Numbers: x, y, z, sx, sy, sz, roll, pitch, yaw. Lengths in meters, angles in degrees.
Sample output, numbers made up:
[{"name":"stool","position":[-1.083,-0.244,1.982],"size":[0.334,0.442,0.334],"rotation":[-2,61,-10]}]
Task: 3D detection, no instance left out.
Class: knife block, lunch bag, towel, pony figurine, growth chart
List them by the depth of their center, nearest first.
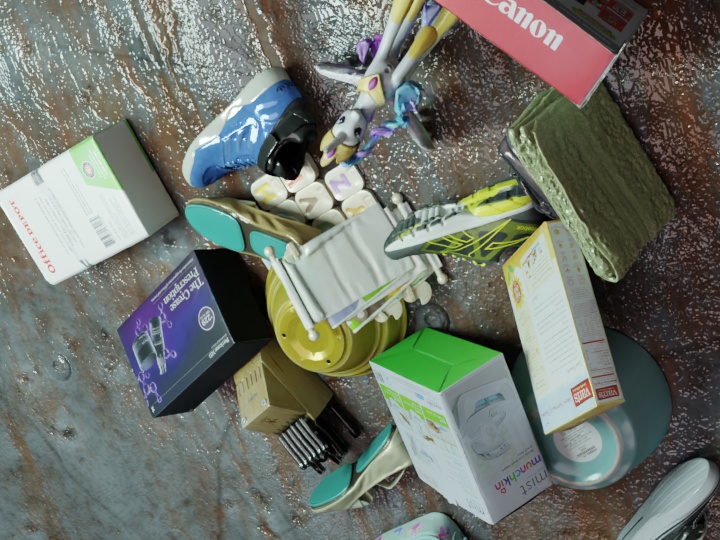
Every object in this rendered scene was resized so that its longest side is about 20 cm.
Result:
[{"name":"towel","position":[0.244,-0.103,1.139],"size":[0.201,0.148,0.036],"rotation":[54,148,-8]},{"name":"pony figurine","position":[0.028,-0.208,1.164],"size":[0.165,0.193,0.201],"rotation":[34,111,3]},{"name":"growth chart","position":[0.000,0.000,1.302],"size":[0.198,0.018,0.147],"rotation":[-25,100,-12]},{"name":"knife block","position":[-0.083,0.171,1.475],"size":[0.174,0.202,0.064],"rotation":[18,134,-40]},{"name":"lunch bag","position":[0.104,0.439,1.500],"size":[0.159,0.077,0.201],"rotation":[-30,99,33]}]

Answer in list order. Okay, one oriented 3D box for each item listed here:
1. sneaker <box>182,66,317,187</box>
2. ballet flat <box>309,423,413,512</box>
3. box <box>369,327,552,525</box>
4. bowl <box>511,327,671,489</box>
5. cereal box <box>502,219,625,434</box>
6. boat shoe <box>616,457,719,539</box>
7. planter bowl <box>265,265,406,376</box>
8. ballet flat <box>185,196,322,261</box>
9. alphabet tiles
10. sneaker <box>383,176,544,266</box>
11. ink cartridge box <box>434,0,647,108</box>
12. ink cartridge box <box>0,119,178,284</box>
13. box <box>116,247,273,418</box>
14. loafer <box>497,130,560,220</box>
[{"name":"sneaker","position":[-0.131,-0.139,1.318],"size":[0.200,0.076,0.112],"rotation":[-42,76,28]},{"name":"ballet flat","position":[0.008,0.285,1.481],"size":[0.069,0.070,0.200],"rotation":[45,124,-2]},{"name":"box","position":[0.114,0.181,1.297],"size":[0.179,0.096,0.199],"rotation":[66,162,-14]},{"name":"bowl","position":[0.260,0.177,1.286],"size":[0.198,0.105,0.204],"rotation":[11,118,21]},{"name":"cereal box","position":[0.214,0.063,1.174],"size":[0.144,0.039,0.203],"rotation":[124,135,-67]},{"name":"boat shoe","position":[0.386,0.300,1.318],"size":[0.070,0.072,0.201],"rotation":[28,133,-1]},{"name":"planter bowl","position":[-0.047,0.065,1.367],"size":[0.197,0.084,0.204],"rotation":[10,118,19]},{"name":"ballet flat","position":[-0.130,-0.052,1.362],"size":[0.198,0.063,0.069],"rotation":[24,136,26]},{"name":"alphabet tiles","position":[-0.053,-0.045,1.374],"size":[0.194,0.015,0.202],"rotation":[-27,101,32]},{"name":"sneaker","position":[0.121,-0.037,1.256],"size":[0.197,0.075,0.086],"rotation":[-17,112,22]},{"name":"ink cartridge box","position":[0.168,-0.261,1.071],"size":[0.199,0.176,0.084],"rotation":[37,124,4]},{"name":"ink cartridge box","position":[-0.365,-0.089,1.453],"size":[0.198,0.084,0.147],"rotation":[-22,103,31]},{"name":"box","position":[-0.223,0.084,1.447],"size":[0.200,0.078,0.143],"rotation":[-41,69,34]},{"name":"loafer","position":[0.217,-0.071,1.184],"size":[0.199,0.072,0.063],"rotation":[37,126,-18]}]
